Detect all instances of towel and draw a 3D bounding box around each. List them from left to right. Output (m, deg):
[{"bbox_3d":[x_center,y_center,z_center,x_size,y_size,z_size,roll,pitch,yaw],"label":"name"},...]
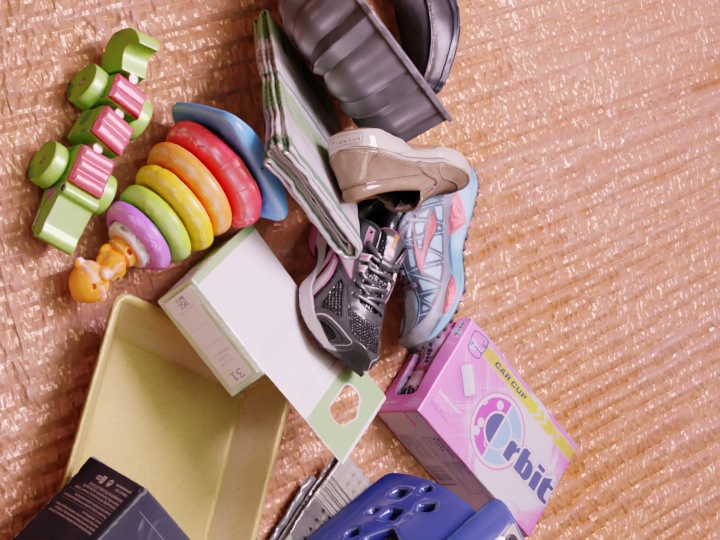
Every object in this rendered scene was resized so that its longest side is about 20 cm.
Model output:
[{"bbox_3d":[-0.050,-0.119,1.625,0.149,0.031,0.201,55,17,-40],"label":"towel"},{"bbox_3d":[-0.017,0.293,1.682,0.200,0.034,0.193,52,58,-26],"label":"towel"}]

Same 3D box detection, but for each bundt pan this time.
[{"bbox_3d":[-0.004,-0.194,1.664,0.076,0.202,0.202,-38,115,6],"label":"bundt pan"}]

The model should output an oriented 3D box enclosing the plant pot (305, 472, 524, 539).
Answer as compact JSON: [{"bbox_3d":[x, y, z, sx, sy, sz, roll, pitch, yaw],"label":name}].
[{"bbox_3d":[0.058,0.311,1.606,0.200,0.179,0.201,-37,112,-35],"label":"plant pot"}]

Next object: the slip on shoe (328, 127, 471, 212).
[{"bbox_3d":[0.038,-0.080,1.653,0.200,0.075,0.061,14,66,-62],"label":"slip on shoe"}]

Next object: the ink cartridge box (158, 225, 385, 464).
[{"bbox_3d":[-0.072,0.069,1.579,0.201,0.048,0.146,53,25,-7],"label":"ink cartridge box"}]

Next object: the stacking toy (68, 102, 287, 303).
[{"bbox_3d":[-0.170,-0.041,1.552,0.200,0.109,0.117,-44,122,-23],"label":"stacking toy"}]

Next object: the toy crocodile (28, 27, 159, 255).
[{"bbox_3d":[-0.218,-0.108,1.531,0.067,0.062,0.201,36,63,-32],"label":"toy crocodile"}]

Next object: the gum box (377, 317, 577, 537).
[{"bbox_3d":[0.111,0.150,1.781,0.200,0.066,0.114,49,57,-25],"label":"gum box"}]

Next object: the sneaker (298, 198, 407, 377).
[{"bbox_3d":[0.000,0.000,1.636,0.080,0.086,0.201,36,31,-32],"label":"sneaker"}]

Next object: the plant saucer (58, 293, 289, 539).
[{"bbox_3d":[-0.164,0.147,1.556,0.199,0.048,0.202,28,68,-36],"label":"plant saucer"}]

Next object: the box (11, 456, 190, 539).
[{"bbox_3d":[-0.195,0.286,1.436,0.182,0.104,0.200,-46,120,-17],"label":"box"}]

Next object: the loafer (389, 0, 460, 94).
[{"bbox_3d":[0.050,-0.265,1.786,0.072,0.073,0.202,9,69,-31],"label":"loafer"}]

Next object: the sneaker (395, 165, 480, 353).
[{"bbox_3d":[0.047,-0.020,1.756,0.095,0.079,0.202,20,64,-24],"label":"sneaker"}]
